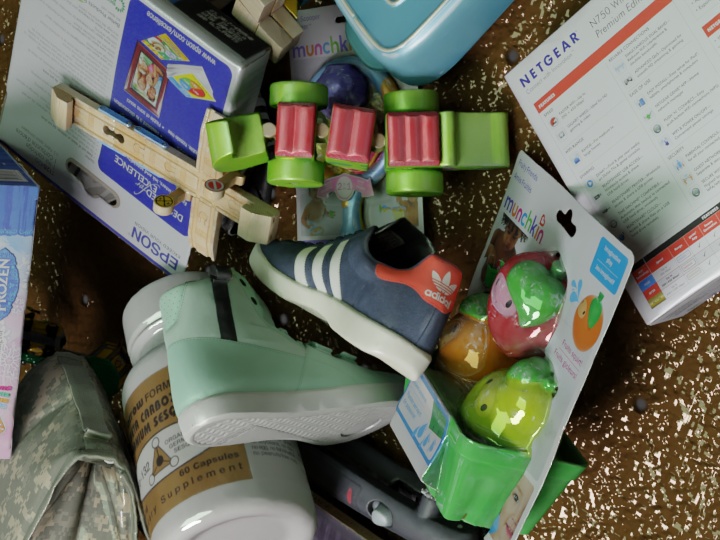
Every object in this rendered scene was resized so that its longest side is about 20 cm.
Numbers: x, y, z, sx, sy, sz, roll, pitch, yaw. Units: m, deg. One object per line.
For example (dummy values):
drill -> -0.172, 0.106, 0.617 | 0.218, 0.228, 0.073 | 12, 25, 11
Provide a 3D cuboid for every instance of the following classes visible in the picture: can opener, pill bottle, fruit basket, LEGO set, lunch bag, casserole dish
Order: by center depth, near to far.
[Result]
fruit basket -> 0.088, 0.046, 0.928 | 0.186, 0.092, 0.203 | -122, 43, -63
casserole dish -> 0.051, -0.212, 0.972 | 0.200, 0.039, 0.122 | -46, 63, 26
can opener -> 0.011, 0.153, 1.057 | 0.199, 0.063, 0.080 | 28, 113, 33
pill bottle -> -0.106, 0.106, 1.064 | 0.114, 0.113, 0.202 | -45, 48, 33
lunch bag -> -0.215, 0.179, 1.108 | 0.164, 0.116, 0.202 | -128, 53, -61
LEGO set -> -0.248, 0.122, 1.257 | 0.151, 0.116, 0.203 | 5, 105, 8

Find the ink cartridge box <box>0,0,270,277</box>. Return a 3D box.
ink cartridge box -> -0.166, -0.124, 1.078 | 0.197, 0.047, 0.201 | 37, 135, 16

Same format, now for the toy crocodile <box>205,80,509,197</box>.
toy crocodile -> -0.001, -0.085, 0.979 | 0.197, 0.062, 0.069 | 3, 88, -3

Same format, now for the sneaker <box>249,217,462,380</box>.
sneaker -> 0.000, 0.000, 0.990 | 0.199, 0.075, 0.085 | 29, 88, 53

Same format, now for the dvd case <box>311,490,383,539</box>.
dvd case -> -0.010, 0.252, 1.110 | 0.199, 0.016, 0.151 | 29, 120, 32

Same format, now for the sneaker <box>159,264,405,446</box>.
sneaker -> -0.044, 0.050, 1.013 | 0.074, 0.199, 0.120 | -37, 60, 38

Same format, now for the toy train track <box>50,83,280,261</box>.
toy train track -> -0.143, -0.071, 1.037 | 0.199, 0.032, 0.116 | 31, 131, 22

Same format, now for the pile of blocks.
pile of blocks -> -0.047, -0.244, 1.016 | 0.062, 0.081, 0.203 | 131, 135, -67

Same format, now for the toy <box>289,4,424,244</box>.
toy -> -0.013, -0.084, 1.053 | 0.114, 0.047, 0.203 | -1, 96, 37

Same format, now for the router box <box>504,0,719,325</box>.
router box -> 0.204, -0.097, 0.875 | 0.200, 0.049, 0.181 | -38, 72, 36

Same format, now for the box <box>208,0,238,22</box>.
box -> -0.120, -0.233, 1.126 | 0.199, 0.035, 0.111 | -32, 76, 37

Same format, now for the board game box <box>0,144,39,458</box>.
board game box -> -0.290, 0.008, 1.130 | 0.200, 0.043, 0.202 | 35, 120, 59

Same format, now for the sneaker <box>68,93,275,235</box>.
sneaker -> -0.140, -0.068, 1.140 | 0.199, 0.075, 0.117 | -30, 76, 35
